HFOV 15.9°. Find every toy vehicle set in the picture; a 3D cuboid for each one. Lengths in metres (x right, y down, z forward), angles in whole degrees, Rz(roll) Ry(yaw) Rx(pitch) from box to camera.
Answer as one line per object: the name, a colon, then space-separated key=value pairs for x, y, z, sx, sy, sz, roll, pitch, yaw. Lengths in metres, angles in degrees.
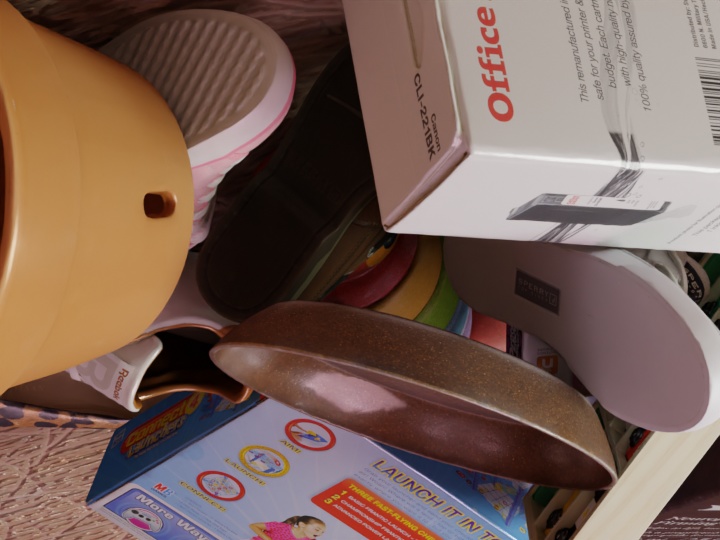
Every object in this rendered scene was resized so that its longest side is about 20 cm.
toy vehicle set: x=0.152 y=0.063 z=1.268 sx=0.026 sy=0.124 sz=0.200 roll=34 pitch=101 yaw=-8

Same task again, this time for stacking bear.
stacking bear: x=0.000 y=0.000 z=1.372 sx=0.114 sy=0.122 sz=0.200 roll=28 pitch=163 yaw=31

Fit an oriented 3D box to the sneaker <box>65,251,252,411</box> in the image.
sneaker: x=-0.142 y=0.022 z=1.291 sx=0.200 sy=0.085 sz=0.073 roll=9 pitch=131 yaw=-9

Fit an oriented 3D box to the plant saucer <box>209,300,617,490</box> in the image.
plant saucer: x=0.028 y=0.056 z=1.204 sx=0.200 sy=0.035 sz=0.200 roll=17 pitch=169 yaw=3

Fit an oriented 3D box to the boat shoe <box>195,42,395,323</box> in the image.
boat shoe: x=0.002 y=-0.054 z=1.245 sx=0.200 sy=0.072 sz=0.068 roll=-43 pitch=162 yaw=12

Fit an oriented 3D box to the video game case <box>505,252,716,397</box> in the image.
video game case: x=0.174 y=-0.027 z=1.326 sx=0.200 sy=0.036 sz=0.182 roll=-5 pitch=113 yaw=-11

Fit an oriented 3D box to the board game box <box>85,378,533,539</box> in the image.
board game box: x=-0.013 y=0.126 z=1.402 sx=0.200 sy=0.056 sz=0.196 roll=36 pitch=139 yaw=-21

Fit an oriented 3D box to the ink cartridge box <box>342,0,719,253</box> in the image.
ink cartridge box: x=0.100 y=-0.091 z=1.143 sx=0.200 sy=0.145 sz=0.084 roll=4 pitch=153 yaw=-28

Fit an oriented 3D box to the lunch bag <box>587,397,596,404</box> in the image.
lunch bag: x=0.048 y=0.092 z=1.499 sx=0.200 sy=0.161 sz=0.076 roll=-1 pitch=177 yaw=20

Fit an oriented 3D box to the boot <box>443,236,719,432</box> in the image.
boot: x=0.131 y=0.011 z=1.200 sx=0.095 sy=0.200 sz=0.074 roll=-9 pitch=118 yaw=-32

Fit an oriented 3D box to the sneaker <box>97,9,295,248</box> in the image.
sneaker: x=-0.086 y=-0.062 z=1.224 sx=0.200 sy=0.075 sz=0.105 roll=-18 pitch=153 yaw=38

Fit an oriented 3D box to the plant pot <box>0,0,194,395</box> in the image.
plant pot: x=-0.169 y=-0.030 z=1.131 sx=0.200 sy=0.200 sz=0.140 roll=-27 pitch=162 yaw=36

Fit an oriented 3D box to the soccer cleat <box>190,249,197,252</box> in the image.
soccer cleat: x=-0.129 y=0.016 z=1.382 sx=0.067 sy=0.081 sz=0.200 roll=-24 pitch=152 yaw=30

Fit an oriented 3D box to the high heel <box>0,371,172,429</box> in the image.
high heel: x=-0.145 y=0.057 z=1.483 sx=0.200 sy=0.072 sz=0.142 roll=-14 pitch=165 yaw=33

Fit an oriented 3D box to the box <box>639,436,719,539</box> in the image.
box: x=0.232 y=0.064 z=1.505 sx=0.166 sy=0.165 sz=0.200 roll=3 pitch=164 yaw=-27
